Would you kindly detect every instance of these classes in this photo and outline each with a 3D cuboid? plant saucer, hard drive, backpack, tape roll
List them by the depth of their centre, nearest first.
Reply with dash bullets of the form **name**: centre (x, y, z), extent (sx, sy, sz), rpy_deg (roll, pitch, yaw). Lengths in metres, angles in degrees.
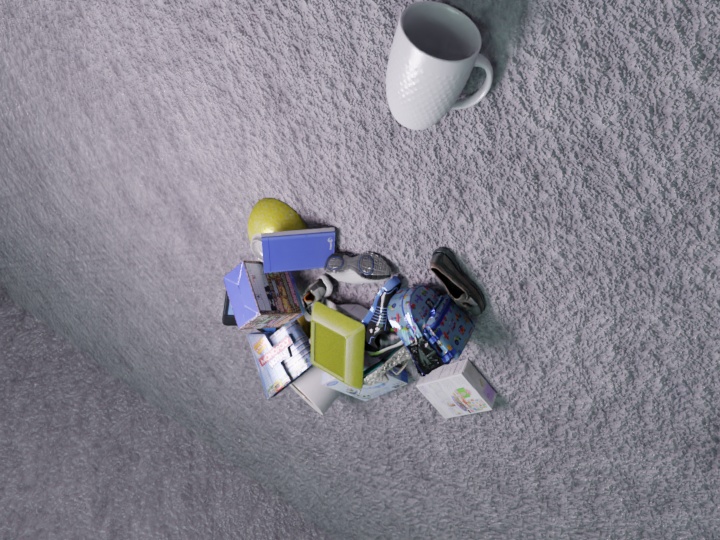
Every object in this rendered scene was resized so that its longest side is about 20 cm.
- **backpack**: centre (0.168, 0.124, 1.394), extent (0.134, 0.182, 0.203), rpy_deg (-35, 93, 42)
- **hard drive**: centre (-0.166, -0.053, 1.497), extent (0.192, 0.026, 0.135), rpy_deg (-5, 138, -10)
- **plant saucer**: centre (-0.076, 0.217, 1.566), extent (0.196, 0.047, 0.208), rpy_deg (22, 120, 37)
- **tape roll**: centre (-0.151, 0.354, 1.848), extent (0.201, 0.140, 0.204), rpy_deg (39, 163, 15)

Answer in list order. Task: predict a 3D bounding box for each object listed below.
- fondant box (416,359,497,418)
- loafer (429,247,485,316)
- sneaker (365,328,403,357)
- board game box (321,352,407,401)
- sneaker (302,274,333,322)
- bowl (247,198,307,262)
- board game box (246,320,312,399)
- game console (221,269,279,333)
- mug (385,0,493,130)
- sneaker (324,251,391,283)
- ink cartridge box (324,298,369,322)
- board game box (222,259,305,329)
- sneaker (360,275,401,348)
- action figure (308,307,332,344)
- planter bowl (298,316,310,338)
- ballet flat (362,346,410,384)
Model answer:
- **fondant box**: centre (0.275, 0.345, 1.615), extent (0.145, 0.059, 0.198), rpy_deg (47, 142, -12)
- **loafer**: centre (0.227, 0.042, 1.345), extent (0.071, 0.063, 0.202), rpy_deg (-20, 114, 47)
- **sneaker**: centre (0.069, 0.176, 1.552), extent (0.082, 0.073, 0.198), rpy_deg (39, 121, -23)
- **board game box**: centre (0.012, 0.332, 1.726), extent (0.196, 0.045, 0.197), rpy_deg (28, 137, -35)
- **sneaker**: centre (-0.144, 0.089, 1.662), extent (0.075, 0.078, 0.203), rpy_deg (51, 144, 20)
- **bowl**: centre (-0.248, -0.085, 1.561), extent (0.194, 0.109, 0.204), rpy_deg (22, 140, 19)
- **board game box**: centre (-0.255, 0.252, 1.732), extent (0.198, 0.061, 0.203), rpy_deg (-38, 78, 16)
- **game console**: centre (-0.339, 0.116, 1.767), extent (0.119, 0.165, 0.206), rpy_deg (-126, 44, -54)
- **mug**: centre (0.139, -0.342, 0.987), extent (0.192, 0.153, 0.177), rpy_deg (6, 148, -10)
- **sneaker**: centre (0.000, 0.000, 1.494), extent (0.194, 0.077, 0.087), rpy_deg (8, 157, 30)
- **ink cartridge box**: centre (-0.023, 0.163, 1.694), extent (0.197, 0.050, 0.165), rpy_deg (30, 144, 36)
- **board game box**: centre (-0.272, 0.071, 1.598), extent (0.095, 0.197, 0.164), rpy_deg (-31, 71, 28)
- **sneaker**: centre (0.067, 0.113, 1.488), extent (0.077, 0.069, 0.204), rpy_deg (39, 117, 19)
- **action figure**: centre (-0.086, 0.210, 1.685), extent (0.116, 0.103, 0.204), rpy_deg (23, 143, 22)
- **planter bowl**: centre (-0.256, 0.188, 1.859), extent (0.195, 0.084, 0.205), rpy_deg (22, 140, 20)
- **ballet flat**: centre (0.079, 0.278, 1.594), extent (0.073, 0.197, 0.072), rpy_deg (51, 167, 17)
